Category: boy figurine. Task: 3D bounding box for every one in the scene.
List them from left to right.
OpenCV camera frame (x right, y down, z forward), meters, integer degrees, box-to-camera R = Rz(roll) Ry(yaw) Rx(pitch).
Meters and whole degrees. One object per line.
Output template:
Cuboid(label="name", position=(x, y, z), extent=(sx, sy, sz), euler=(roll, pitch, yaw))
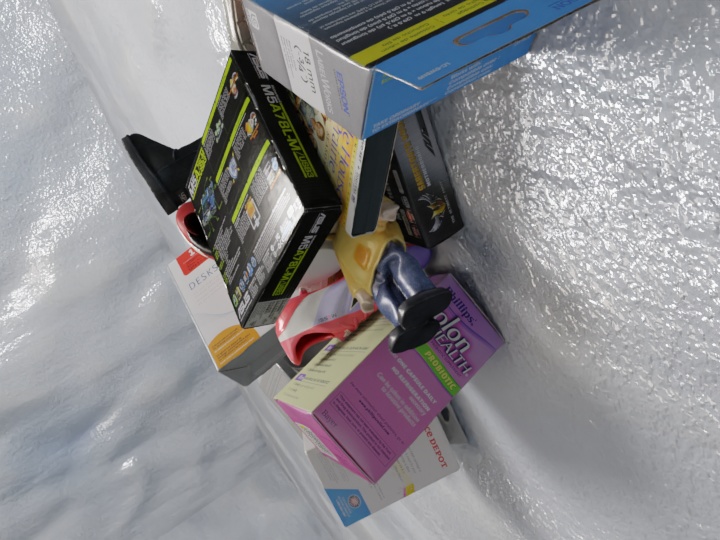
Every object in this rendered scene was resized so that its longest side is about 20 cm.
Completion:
Cuboid(label="boy figurine", position=(0.007, -0.022, 0.645), extent=(0.200, 0.064, 0.125), euler=(52, 142, 31))

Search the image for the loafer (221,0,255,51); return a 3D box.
Cuboid(label="loafer", position=(-0.125, -0.259, 0.791), extent=(0.070, 0.070, 0.201), euler=(33, 149, 36))

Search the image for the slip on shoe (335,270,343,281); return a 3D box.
Cuboid(label="slip on shoe", position=(0.000, 0.000, 0.856), extent=(0.061, 0.074, 0.201), euler=(47, 153, 21))

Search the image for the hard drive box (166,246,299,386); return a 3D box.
Cuboid(label="hard drive box", position=(-0.159, 0.031, 0.944), extent=(0.200, 0.155, 0.077), euler=(53, -178, 33))

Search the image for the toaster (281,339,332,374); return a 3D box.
Cuboid(label="toaster", position=(-0.068, 0.091, 1.026), extent=(0.200, 0.118, 0.181), euler=(48, 172, 32))

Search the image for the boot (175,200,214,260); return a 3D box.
Cuboid(label="boot", position=(-0.202, -0.060, 0.876), extent=(0.199, 0.073, 0.144), euler=(34, 174, 34))

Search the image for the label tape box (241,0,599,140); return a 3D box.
Cuboid(label="label tape box", position=(0.033, -0.150, 0.436), extent=(0.200, 0.143, 0.064), euler=(43, 155, 40))

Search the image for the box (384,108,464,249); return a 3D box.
Cuboid(label="box", position=(0.012, -0.131, 0.664), extent=(0.158, 0.048, 0.201), euler=(24, 140, 58))

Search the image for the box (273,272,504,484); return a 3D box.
Cuboid(label="box", position=(0.024, 0.110, 0.734), extent=(0.097, 0.200, 0.176), euler=(48, 162, -8))

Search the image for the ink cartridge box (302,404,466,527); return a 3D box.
Cuboid(label="ink cartridge box", position=(0.033, 0.226, 0.929), extent=(0.125, 0.199, 0.129), euler=(-124, 9, -73))

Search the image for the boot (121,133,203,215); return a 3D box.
Cuboid(label="boot", position=(-0.213, -0.179, 0.935), extent=(0.165, 0.199, 0.066), euler=(49, 168, 33))

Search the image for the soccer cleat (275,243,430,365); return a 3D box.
Cuboid(label="soccer cleat", position=(-0.006, 0.035, 0.747), extent=(0.067, 0.199, 0.077), euler=(37, -149, -62))

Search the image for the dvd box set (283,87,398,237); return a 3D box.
Cuboid(label="dvd box set", position=(-0.033, -0.148, 0.600), extent=(0.201, 0.029, 0.147), euler=(56, 149, 36))

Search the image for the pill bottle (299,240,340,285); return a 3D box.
Cuboid(label="pill bottle", position=(-0.080, -0.090, 0.774), extent=(0.111, 0.110, 0.202), euler=(102, 154, -63))

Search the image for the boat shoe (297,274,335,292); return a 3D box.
Cuboid(label="boat shoe", position=(-0.082, -0.032, 0.869), extent=(0.200, 0.069, 0.072), euler=(-120, 33, -63))

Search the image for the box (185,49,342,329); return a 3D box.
Cuboid(label="box", position=(-0.106, -0.074, 0.670), extent=(0.200, 0.047, 0.194), euler=(-55, 51, 46))

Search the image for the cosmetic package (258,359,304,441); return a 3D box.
Cuboid(label="cosmetic package", position=(-0.066, 0.216, 1.117), extent=(0.200, 0.106, 0.091), euler=(48, 131, 28))
